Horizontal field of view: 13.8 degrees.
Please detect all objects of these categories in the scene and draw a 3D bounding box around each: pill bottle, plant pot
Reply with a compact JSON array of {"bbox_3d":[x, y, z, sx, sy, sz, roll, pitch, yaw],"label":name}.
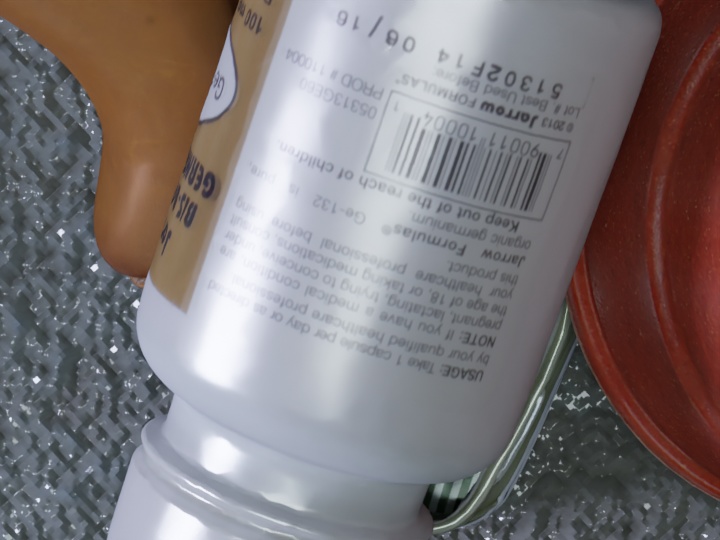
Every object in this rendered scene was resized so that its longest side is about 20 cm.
[{"bbox_3d":[0.000,0.000,0.842,0.114,0.114,0.200,19,102,-1],"label":"pill bottle"},{"bbox_3d":[0.181,-0.008,0.820,0.200,0.195,0.201,-2,97,-16],"label":"plant pot"}]

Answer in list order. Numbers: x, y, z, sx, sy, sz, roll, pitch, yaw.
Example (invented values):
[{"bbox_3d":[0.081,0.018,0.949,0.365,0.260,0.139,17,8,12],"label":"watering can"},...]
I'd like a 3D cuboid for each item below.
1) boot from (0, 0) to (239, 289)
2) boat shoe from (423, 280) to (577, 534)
[{"bbox_3d":[-0.093,-0.087,0.861,0.155,0.077,0.200,4,123,-27],"label":"boot"},{"bbox_3d":[0.052,-0.010,0.917,0.072,0.062,0.200,14,99,0],"label":"boat shoe"}]
